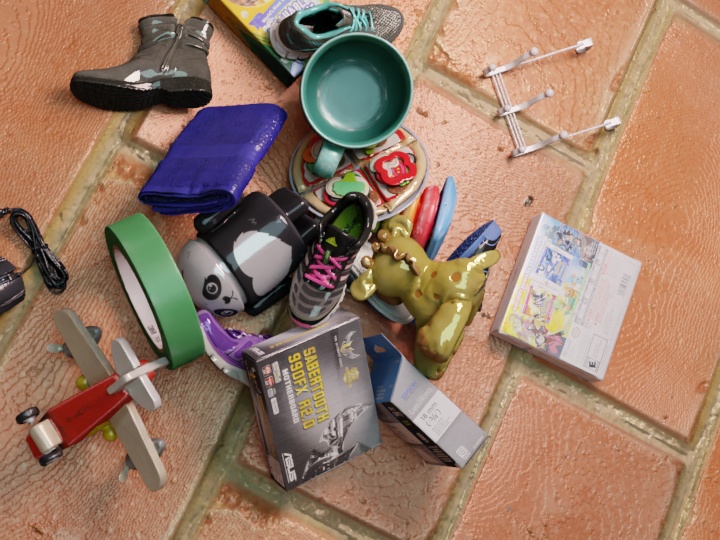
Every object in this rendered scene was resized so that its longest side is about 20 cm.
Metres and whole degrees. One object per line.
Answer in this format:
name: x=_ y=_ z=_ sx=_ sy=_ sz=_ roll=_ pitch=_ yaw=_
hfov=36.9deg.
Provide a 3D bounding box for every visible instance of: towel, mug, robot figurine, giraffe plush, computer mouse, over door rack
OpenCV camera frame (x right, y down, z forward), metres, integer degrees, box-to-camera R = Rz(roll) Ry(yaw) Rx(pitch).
towel: x=-0.191 y=-0.148 z=1.438 sx=0.147 sy=0.050 sz=0.200 roll=1 pitch=43 yaw=23
mug: x=-0.021 y=-0.234 z=1.479 sx=0.185 sy=0.114 sz=0.152 roll=-35 pitch=98 yaw=0
robot figurine: x=-0.151 y=-0.025 z=1.455 sx=0.200 sy=0.125 sz=0.150 roll=-38 pitch=87 yaw=-14
giraffe plush: x=0.077 y=0.024 z=1.446 sx=0.162 sy=0.200 sz=0.173 roll=27 pitch=46 yaw=10
computer mouse: x=-0.491 y=-0.002 z=1.393 sx=0.199 sy=0.046 sz=0.141 roll=-26 pitch=90 yaw=-19
over door rack: x=0.302 y=-0.272 z=1.665 sx=0.199 sy=0.067 sz=0.148 roll=-18 pitch=87 yaw=-18

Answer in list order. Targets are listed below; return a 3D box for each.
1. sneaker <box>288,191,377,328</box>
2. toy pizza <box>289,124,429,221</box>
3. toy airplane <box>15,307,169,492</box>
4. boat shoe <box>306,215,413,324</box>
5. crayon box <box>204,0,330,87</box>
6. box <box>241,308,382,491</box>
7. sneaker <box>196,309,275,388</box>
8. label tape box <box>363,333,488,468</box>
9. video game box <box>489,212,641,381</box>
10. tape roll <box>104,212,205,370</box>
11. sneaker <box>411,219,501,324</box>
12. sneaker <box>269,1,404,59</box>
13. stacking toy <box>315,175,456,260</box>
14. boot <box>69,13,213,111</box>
sneaker: x=-0.038 y=-0.022 z=1.407 sx=0.074 sy=0.087 sz=0.200 roll=27 pitch=76 yaw=10
toy pizza: x=-0.003 y=-0.150 z=1.522 sx=0.199 sy=0.032 sz=0.201 roll=-2 pitch=56 yaw=3
toy airplane: x=-0.318 y=0.162 z=1.370 sx=0.198 sy=0.141 sz=0.201 roll=13 pitch=95 yaw=15
boat shoe: x=0.000 y=0.000 z=1.534 sx=0.076 sy=0.060 sz=0.200 roll=-40 pitch=91 yaw=-31
crayon box: x=-0.128 y=-0.382 z=1.562 sx=0.200 sy=0.052 sz=0.126 roll=45 pitch=72 yaw=-5
box: x=-0.061 y=0.171 z=1.439 sx=0.158 sy=0.048 sz=0.201 roll=-21 pitch=115 yaw=-26
sneaker: x=-0.146 y=0.107 z=1.446 sx=0.200 sy=0.081 sz=0.084 roll=39 pitch=92 yaw=-28
label tape box: x=0.063 y=0.181 z=1.479 sx=0.200 sy=0.144 sz=0.063 roll=43 pitch=74 yaw=-5
video game box: x=0.310 y=0.041 z=1.627 sx=0.182 sy=0.047 sz=0.201 roll=26 pitch=74 yaw=-13
tape roll: x=-0.263 y=0.027 z=1.376 sx=0.048 sy=0.200 sz=0.201 roll=-24 pitch=88 yaw=-19
sneaker: x=0.153 y=0.021 z=1.575 sx=0.078 sy=0.070 sz=0.200 roll=41 pitch=79 yaw=-10
sneaker: x=-0.023 y=-0.341 z=1.514 sx=0.199 sy=0.091 sz=0.078 roll=-14 pitch=89 yaw=-20
stacking toy: x=0.029 y=-0.090 z=1.545 sx=0.199 sy=0.110 sz=0.116 roll=16 pitch=61 yaw=-2
boot: x=-0.301 y=-0.293 z=1.500 sx=0.199 sy=0.068 sz=0.131 roll=-1 pitch=68 yaw=-14
